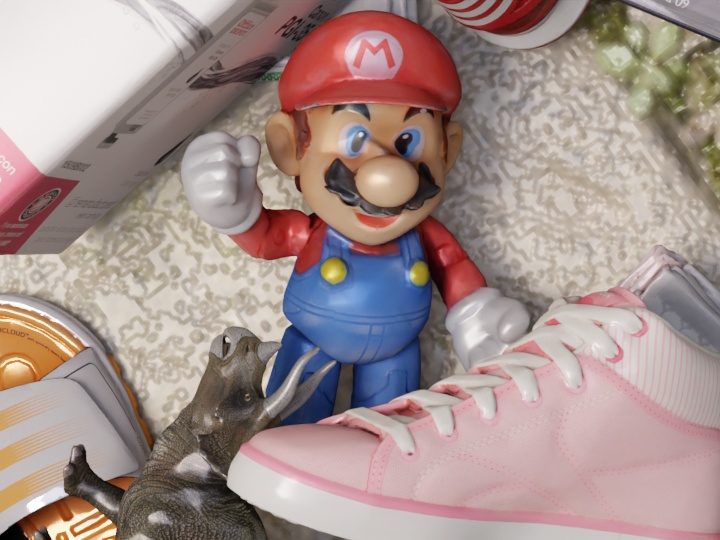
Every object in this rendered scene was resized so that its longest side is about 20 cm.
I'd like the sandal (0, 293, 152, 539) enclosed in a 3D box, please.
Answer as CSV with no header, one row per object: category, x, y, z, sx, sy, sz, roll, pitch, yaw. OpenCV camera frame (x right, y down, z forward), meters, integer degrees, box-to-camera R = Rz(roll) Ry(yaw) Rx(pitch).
sandal,-0.113,0.099,1.128,0.079,0.059,0.207,-33,86,8

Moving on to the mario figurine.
mario figurine,0.000,0.000,1.065,0.106,0.123,0.200,17,112,38

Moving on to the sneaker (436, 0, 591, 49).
sneaker,0.074,-0.185,1.039,0.078,0.115,0.200,15,92,21

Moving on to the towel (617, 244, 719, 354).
towel,0.126,0.123,1.084,0.200,0.032,0.191,41,96,-7

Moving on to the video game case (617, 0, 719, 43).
video game case,0.139,-0.200,1.087,0.143,0.019,0.200,25,94,21

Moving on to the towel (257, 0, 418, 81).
towel,-0.053,-0.176,1.126,0.149,0.031,0.200,-2,91,8

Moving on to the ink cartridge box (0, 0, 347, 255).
ink cartridge box,-0.086,-0.099,1.046,0.200,0.147,0.083,-41,84,8

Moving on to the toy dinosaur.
toy dinosaur,-0.067,0.122,1.058,0.102,0.077,0.200,6,117,11

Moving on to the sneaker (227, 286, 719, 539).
sneaker,0.050,0.051,1.005,0.200,0.075,0.105,9,95,-25
